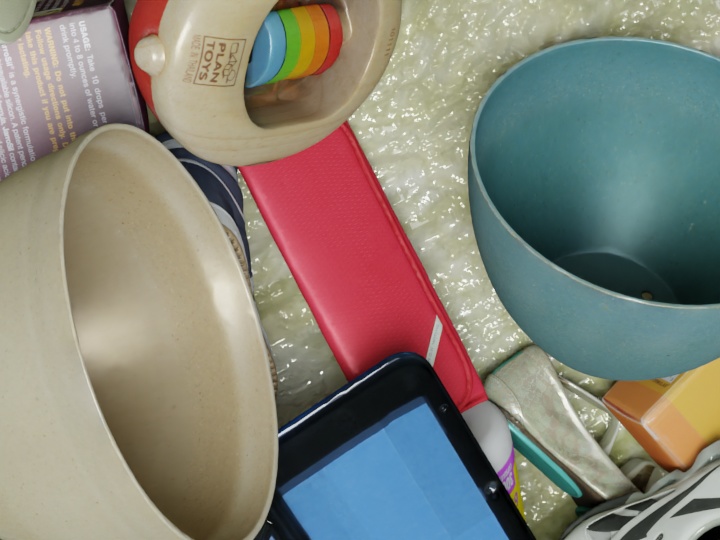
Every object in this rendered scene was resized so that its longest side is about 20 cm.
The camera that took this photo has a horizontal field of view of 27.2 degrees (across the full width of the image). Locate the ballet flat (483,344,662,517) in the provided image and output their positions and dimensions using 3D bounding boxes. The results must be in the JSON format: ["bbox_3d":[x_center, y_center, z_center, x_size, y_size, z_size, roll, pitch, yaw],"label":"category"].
[{"bbox_3d":[0.155,0.127,0.932,0.062,0.067,0.200,-47,108,-14],"label":"ballet flat"}]

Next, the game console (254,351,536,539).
[{"bbox_3d":[0.010,0.177,0.775,0.118,0.171,0.200,-21,115,26],"label":"game console"}]

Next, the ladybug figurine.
[{"bbox_3d":[-0.054,-0.126,0.789,0.072,0.200,0.136,28,113,27],"label":"ladybug figurine"}]

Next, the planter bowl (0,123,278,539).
[{"bbox_3d":[-0.140,0.048,0.697,0.134,0.200,0.201,-17,107,17],"label":"planter bowl"}]

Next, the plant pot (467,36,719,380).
[{"bbox_3d":[0.151,-0.015,0.844,0.199,0.201,0.135,-1,140,-8],"label":"plant pot"}]

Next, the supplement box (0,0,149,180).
[{"bbox_3d":[-0.218,-0.087,0.799,0.199,0.110,0.086,-12,107,-4],"label":"supplement box"}]

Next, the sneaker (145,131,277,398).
[{"bbox_3d":[-0.093,0.010,0.871,0.070,0.109,0.201,-9,136,-8],"label":"sneaker"}]

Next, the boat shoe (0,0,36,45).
[{"bbox_3d":[-0.211,-0.188,0.753,0.066,0.075,0.200,-18,65,12],"label":"boat shoe"}]

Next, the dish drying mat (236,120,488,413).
[{"bbox_3d":[0.000,0.000,0.855,0.077,0.018,0.201,-26,88,-24],"label":"dish drying mat"}]

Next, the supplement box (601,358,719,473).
[{"bbox_3d":[0.244,0.036,0.903,0.200,0.069,0.067,-44,106,-3],"label":"supplement box"}]

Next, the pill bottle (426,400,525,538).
[{"bbox_3d":[0.053,0.181,0.903,0.104,0.104,0.201,-14,114,-4],"label":"pill bottle"}]

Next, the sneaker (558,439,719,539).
[{"bbox_3d":[0.171,0.174,0.860,0.074,0.089,0.200,36,125,-11],"label":"sneaker"}]
